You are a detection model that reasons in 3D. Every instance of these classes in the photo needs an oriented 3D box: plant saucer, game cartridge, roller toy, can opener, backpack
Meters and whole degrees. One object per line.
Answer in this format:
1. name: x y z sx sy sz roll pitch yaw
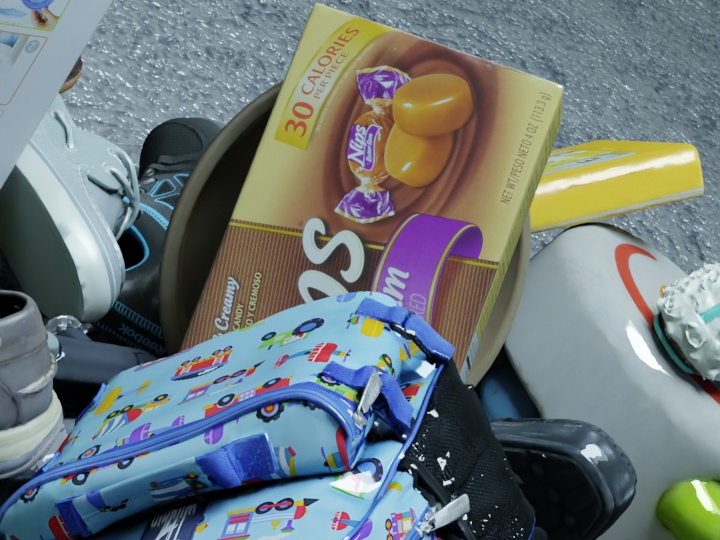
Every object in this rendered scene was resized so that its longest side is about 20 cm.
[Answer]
1. plant saucer: -0.008 -0.004 0.929 0.200 0.200 0.029 18 5 -33
2. game cartridge: 0.067 -0.039 1.083 0.200 0.033 0.176 -11 6 -10
3. roller toy: 0.131 0.079 1.033 0.182 0.140 0.200 46 20 -2
4. can opener: -0.166 0.045 0.803 0.200 0.063 0.079 16 28 -36
5. backpack: -0.044 0.115 0.698 0.135 0.182 0.200 65 24 -15

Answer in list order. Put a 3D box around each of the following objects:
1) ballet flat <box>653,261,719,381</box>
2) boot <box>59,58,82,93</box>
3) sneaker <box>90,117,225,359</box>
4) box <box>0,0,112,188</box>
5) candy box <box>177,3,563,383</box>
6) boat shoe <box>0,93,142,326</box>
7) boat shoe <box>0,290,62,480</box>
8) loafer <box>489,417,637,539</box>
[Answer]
1. ballet flat: 0.207 0.018 1.002 0.072 0.072 0.200 42 18 13
2. boot: -0.200 -0.177 1.021 0.200 0.166 0.072 12 34 -41
3. sneaker: -0.100 -0.026 0.999 0.082 0.073 0.200 22 28 -23
4. box: -0.203 -0.098 0.843 0.101 0.200 0.113 3 39 -50
5. candy box: 0.000 0.000 0.836 0.117 0.200 0.056 20 -9 8
6. boat shoe: -0.143 -0.044 0.932 0.071 0.070 0.201 -14 35 -22
7. boat shoe: -0.208 0.030 0.703 0.200 0.073 0.075 1 21 -12
8. loafer: 0.066 0.093 0.875 0.070 0.201 0.068 -32 92 -27
